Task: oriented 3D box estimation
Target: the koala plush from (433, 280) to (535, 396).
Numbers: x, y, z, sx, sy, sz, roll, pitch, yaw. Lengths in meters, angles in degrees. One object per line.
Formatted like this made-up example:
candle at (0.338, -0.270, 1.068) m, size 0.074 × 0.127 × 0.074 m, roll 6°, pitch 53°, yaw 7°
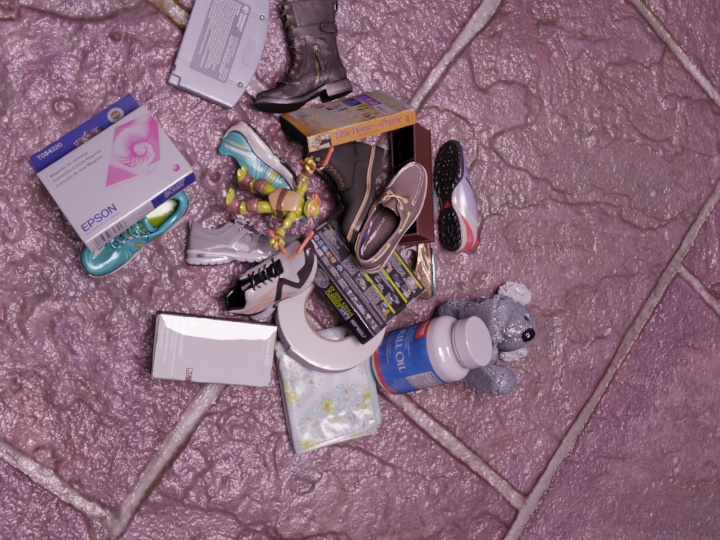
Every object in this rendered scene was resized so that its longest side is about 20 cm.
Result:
koala plush at (0.248, 0.108, 1.403) m, size 0.197 × 0.182 × 0.182 m, roll -16°, pitch 107°, yaw -39°

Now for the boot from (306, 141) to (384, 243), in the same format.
boot at (-0.043, -0.147, 1.284) m, size 0.135 × 0.078 × 0.203 m, roll 18°, pitch 49°, yaw -6°

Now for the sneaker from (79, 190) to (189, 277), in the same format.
sneaker at (-0.355, -0.067, 1.193) m, size 0.199 × 0.079 × 0.078 m, roll -40°, pitch 103°, yaw -13°

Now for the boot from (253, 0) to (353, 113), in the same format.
boot at (-0.110, -0.370, 1.293) m, size 0.196 × 0.069 × 0.178 m, roll -18°, pitch 94°, yaw -24°

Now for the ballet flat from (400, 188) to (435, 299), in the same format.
ballet flat at (0.105, -0.050, 1.378) m, size 0.063 × 0.071 × 0.206 m, roll 0°, pitch 88°, yaw 2°

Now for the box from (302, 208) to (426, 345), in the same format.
box at (0.000, 0.000, 1.292) m, size 0.201 × 0.044 × 0.160 m, roll 52°, pitch 49°, yaw 1°

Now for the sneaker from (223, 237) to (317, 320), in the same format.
sneaker at (-0.145, 0.018, 1.222) m, size 0.079 × 0.200 × 0.075 m, roll 7°, pitch 49°, yaw -48°

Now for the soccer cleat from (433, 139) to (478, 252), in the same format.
soccer cleat at (0.183, -0.137, 1.409) m, size 0.072 × 0.067 × 0.206 m, roll -4°, pitch 90°, yaw -43°

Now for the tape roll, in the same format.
tape roll at (-0.051, 0.073, 1.306) m, size 0.198 × 0.037 × 0.208 m, roll 6°, pitch 72°, yaw -17°

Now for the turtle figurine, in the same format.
turtle figurine at (-0.125, -0.118, 1.213) m, size 0.157 × 0.065 × 0.204 m, roll 14°, pitch 72°, yaw 12°

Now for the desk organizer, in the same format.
desk organizer at (0.082, -0.151, 1.326) m, size 0.077 × 0.070 × 0.206 m, roll 13°, pitch 74°, yaw -63°

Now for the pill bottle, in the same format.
pill bottle at (0.123, 0.141, 1.307) m, size 0.111 × 0.197 × 0.115 m, roll 25°, pitch 55°, yaw -43°

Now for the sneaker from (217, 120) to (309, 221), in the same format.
sneaker at (-0.157, -0.158, 1.285) m, size 0.079 × 0.078 × 0.200 m, roll -42°, pitch 100°, yaw 5°

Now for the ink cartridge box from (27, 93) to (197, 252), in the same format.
ink cartridge box at (-0.384, -0.162, 1.160) m, size 0.195 × 0.043 × 0.201 m, roll -37°, pitch 76°, yaw -14°

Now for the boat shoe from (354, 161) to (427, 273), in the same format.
boat shoe at (0.051, -0.092, 1.244) m, size 0.071 × 0.060 × 0.203 m, roll 29°, pitch 85°, yaw 12°

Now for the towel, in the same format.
towel at (-0.056, 0.206, 1.337) m, size 0.167 × 0.048 × 0.205 m, roll -12°, pitch 96°, yaw -20°

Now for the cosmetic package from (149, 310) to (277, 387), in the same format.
cosmetic package at (-0.241, 0.129, 1.247) m, size 0.195 × 0.090 × 0.110 m, roll 6°, pitch 88°, yaw -16°

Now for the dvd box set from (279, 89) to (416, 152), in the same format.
dvd box set at (-0.023, -0.255, 1.281) m, size 0.196 × 0.146 × 0.030 m, roll -18°, pitch 121°, yaw -18°

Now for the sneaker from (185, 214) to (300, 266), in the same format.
sneaker at (-0.192, -0.053, 1.263) m, size 0.195 × 0.074 × 0.084 m, roll -4°, pitch 91°, yaw -21°

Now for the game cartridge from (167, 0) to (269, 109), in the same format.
game cartridge at (-0.227, -0.380, 1.260) m, size 0.131 × 0.041 × 0.205 m, roll 20°, pitch 85°, yaw -24°
